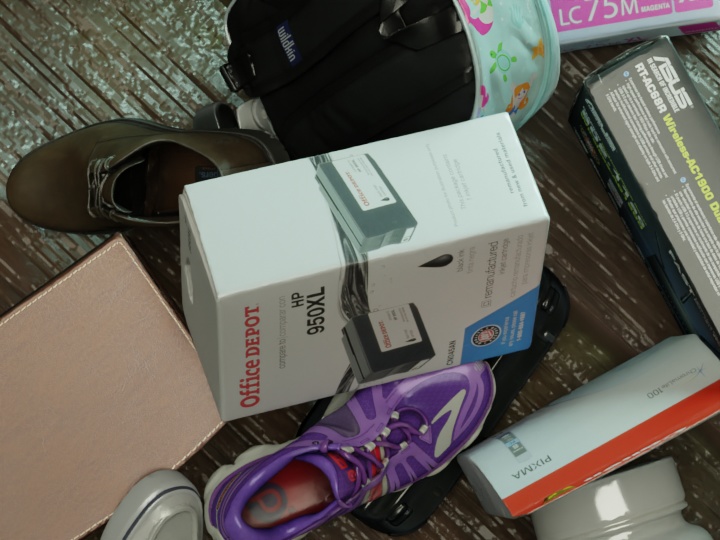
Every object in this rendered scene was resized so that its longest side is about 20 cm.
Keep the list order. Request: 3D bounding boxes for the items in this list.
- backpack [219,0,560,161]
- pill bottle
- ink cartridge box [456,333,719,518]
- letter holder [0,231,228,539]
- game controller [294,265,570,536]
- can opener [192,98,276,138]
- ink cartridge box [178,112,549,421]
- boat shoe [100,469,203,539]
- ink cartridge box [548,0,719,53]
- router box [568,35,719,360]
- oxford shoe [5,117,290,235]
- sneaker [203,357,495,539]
[{"bbox_3d":[0.031,-0.142,1.595,0.150,0.200,0.178,-23,82,-35],"label":"backpack"},{"bbox_3d":[0.176,0.223,1.601,0.113,0.114,0.201,-16,84,-1],"label":"pill bottle"},{"bbox_3d":[0.144,0.091,1.550,0.160,0.200,0.047,-28,87,-5],"label":"ink cartridge box"},{"bbox_3d":[-0.188,0.091,1.627,0.200,0.101,0.142,-36,91,-3],"label":"letter holder"},{"bbox_3d":[0.046,0.067,1.648,0.104,0.042,0.200,36,85,-9],"label":"game controller"},{"bbox_3d":[-0.054,-0.013,1.666,0.066,0.053,0.201,-19,81,34],"label":"can opener"},{"bbox_3d":[0.000,0.000,1.531,0.199,0.145,0.084,-13,58,-10],"label":"ink cartridge box"},{"bbox_3d":[-0.128,0.222,1.592,0.066,0.072,0.201,33,111,43],"label":"boat shoe"},{"bbox_3d":[0.168,-0.247,1.671,0.119,0.042,0.201,-8,82,16],"label":"ink cartridge box"},{"bbox_3d":[0.202,-0.034,1.607,0.062,0.150,0.200,-28,84,-2],"label":"router box"},{"bbox_3d":[-0.148,-0.058,1.623,0.199,0.084,0.073,-6,94,31],"label":"oxford shoe"},{"bbox_3d":[0.000,0.115,1.578,0.200,0.083,0.081,-34,98,-9],"label":"sneaker"}]
